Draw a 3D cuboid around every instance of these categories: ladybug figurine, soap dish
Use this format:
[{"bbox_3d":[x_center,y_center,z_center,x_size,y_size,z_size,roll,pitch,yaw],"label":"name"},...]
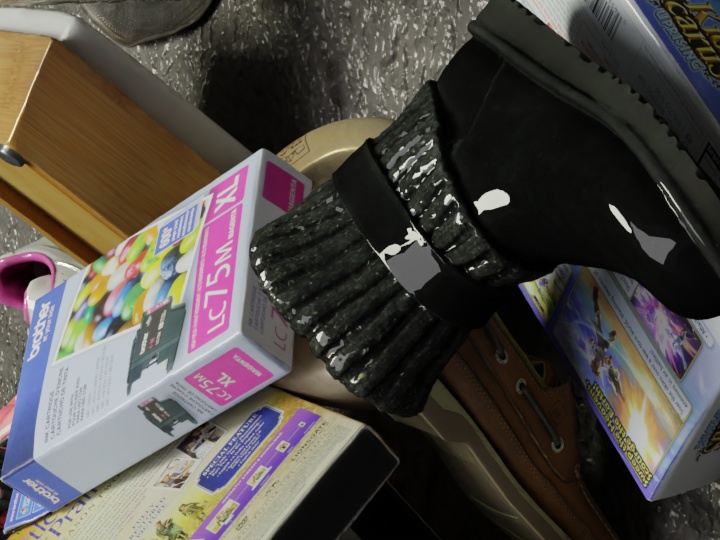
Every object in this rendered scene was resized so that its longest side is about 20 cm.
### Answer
[{"bbox_3d":[0.000,0.000,1.154,0.136,0.072,0.200,-37,34,9],"label":"ladybug figurine"},{"bbox_3d":[-0.138,-0.055,1.274,0.157,0.200,0.081,12,67,54],"label":"soap dish"}]

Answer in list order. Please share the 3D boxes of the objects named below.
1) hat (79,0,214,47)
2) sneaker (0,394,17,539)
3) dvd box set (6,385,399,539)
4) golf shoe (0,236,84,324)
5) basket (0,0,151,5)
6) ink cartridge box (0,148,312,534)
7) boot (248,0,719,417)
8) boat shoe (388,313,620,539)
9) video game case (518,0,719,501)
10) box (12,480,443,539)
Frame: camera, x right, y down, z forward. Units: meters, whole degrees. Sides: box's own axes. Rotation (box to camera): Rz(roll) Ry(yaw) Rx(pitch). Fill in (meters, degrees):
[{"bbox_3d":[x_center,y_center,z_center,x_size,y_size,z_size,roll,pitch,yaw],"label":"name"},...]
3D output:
[{"bbox_3d":[-0.154,-0.218,1.355,0.200,0.081,0.201,15,108,53],"label":"hat"},{"bbox_3d":[-0.205,0.100,1.500,0.200,0.074,0.087,129,146,-51],"label":"sneaker"},{"bbox_3d":[-0.083,0.114,1.102,0.029,0.146,0.200,47,164,-27],"label":"dvd box set"},{"bbox_3d":[-0.140,0.036,1.384,0.200,0.091,0.076,34,124,45],"label":"golf shoe"},{"bbox_3d":[-0.106,-0.226,1.176,0.161,0.198,0.201,-2,94,55],"label":"basket"},{"bbox_3d":[-0.108,0.036,1.146,0.200,0.042,0.120,-34,35,34],"label":"ink cartridge box"},{"bbox_3d":[0.055,-0.002,0.917,0.158,0.079,0.211,-46,36,3],"label":"boot"},{"bbox_3d":[0.070,0.069,1.056,0.200,0.068,0.072,50,165,-33],"label":"boat shoe"},{"bbox_3d":[0.118,-0.034,1.009,0.200,0.045,0.181,61,150,27],"label":"video game case"},{"bbox_3d":[-0.055,0.152,1.214,0.148,0.107,0.200,49,156,-27],"label":"box"}]
